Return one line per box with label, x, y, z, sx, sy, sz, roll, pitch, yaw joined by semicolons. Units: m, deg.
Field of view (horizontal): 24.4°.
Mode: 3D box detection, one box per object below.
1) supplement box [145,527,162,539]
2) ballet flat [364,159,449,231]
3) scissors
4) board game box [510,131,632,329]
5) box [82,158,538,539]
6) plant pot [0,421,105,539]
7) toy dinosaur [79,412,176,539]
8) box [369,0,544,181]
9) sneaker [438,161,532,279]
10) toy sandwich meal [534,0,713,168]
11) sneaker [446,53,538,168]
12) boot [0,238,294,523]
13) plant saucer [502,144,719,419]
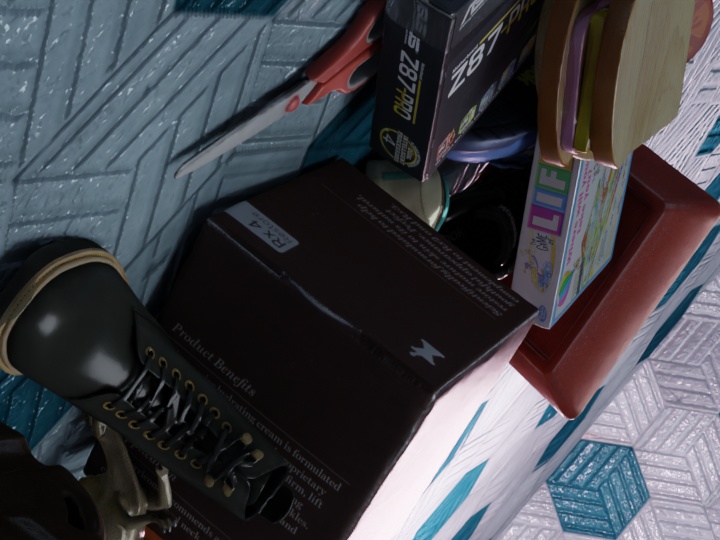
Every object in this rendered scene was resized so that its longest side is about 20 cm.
supplement box;-0.095;0.142;1.174;0.199;0.069;0.067;-28;154;-52
ballet flat;0.000;0.000;1.144;0.069;0.069;0.201;-35;156;-44
scissors;-0.031;-0.093;0.913;0.200;0.014;0.073;-46;166;-26
board game box;0.154;-0.078;1.142;0.134;0.034;0.202;-39;142;-56
box;-0.030;0.073;1.003;0.201;0.165;0.164;-59;165;27
plant pot;-0.213;0.160;0.680;0.200;0.199;0.200;-62;163;10
toy dinosaur;-0.141;0.168;0.973;0.058;0.101;0.202;-4;112;-50
box;0.083;-0.170;0.981;0.200;0.049;0.162;-49;163;-26
sneaker;0.104;-0.040;1.205;0.199;0.071;0.098;-30;-166;-23
toy sandwich meal;0.175;-0.147;1.000;0.204;0.070;0.207;-32;136;-38
sneaker;0.097;-0.103;1.152;0.199;0.074;0.083;-28;155;-53
boot;-0.100;0.063;0.839;0.078;0.138;0.200;-50;164;-1
plant saucer;0.151;-0.022;1.295;0.037;0.200;0.201;21;108;-47
